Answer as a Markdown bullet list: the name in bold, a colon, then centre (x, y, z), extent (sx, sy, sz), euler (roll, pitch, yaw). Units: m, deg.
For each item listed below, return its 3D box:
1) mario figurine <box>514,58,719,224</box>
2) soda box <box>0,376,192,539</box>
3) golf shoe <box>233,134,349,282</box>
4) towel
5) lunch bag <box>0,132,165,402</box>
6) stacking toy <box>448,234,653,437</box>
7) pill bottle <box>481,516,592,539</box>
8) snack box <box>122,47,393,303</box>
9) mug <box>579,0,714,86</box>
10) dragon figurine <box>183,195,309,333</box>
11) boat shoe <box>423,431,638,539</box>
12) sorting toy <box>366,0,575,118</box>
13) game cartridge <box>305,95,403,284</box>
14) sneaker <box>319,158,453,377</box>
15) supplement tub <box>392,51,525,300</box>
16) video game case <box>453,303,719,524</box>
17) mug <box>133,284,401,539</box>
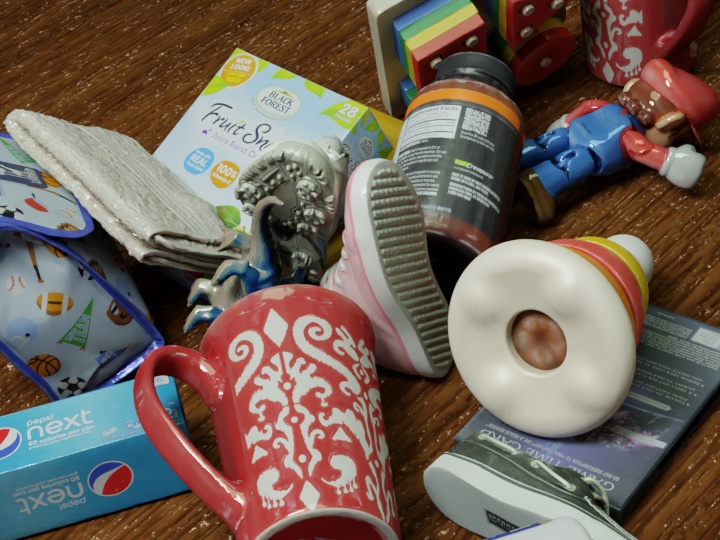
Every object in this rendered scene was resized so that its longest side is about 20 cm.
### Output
- **mario figurine**: centre (0.227, -0.102, 1.387), extent (0.199, 0.106, 0.124), euler (-26, 76, -4)
- **soda box**: centre (-0.223, 0.142, 1.161), extent (0.198, 0.068, 0.064), euler (-15, 38, -6)
- **golf shoe**: centre (-0.044, -0.070, 1.187), extent (0.078, 0.200, 0.098), euler (22, 71, 2)
- **towel**: centre (-0.181, -0.064, 1.248), extent (0.200, 0.035, 0.132), euler (40, 15, 29)
- **lunch bag**: centre (-0.262, -0.015, 1.242), extent (0.124, 0.200, 0.170), euler (-39, 39, 1)
- **stacking toy**: centre (0.168, 0.025, 1.180), extent (0.145, 0.148, 0.200), euler (15, 25, 28)
- **pill bottle**: centre (0.053, 0.232, 0.948), extent (0.198, 0.121, 0.120), euler (-15, 38, -7)
- **snack box**: centre (-0.098, -0.074, 1.348), extent (0.168, 0.068, 0.201), euler (27, 73, 36)
- **mug**: centre (0.256, -0.271, 1.457), extent (0.132, 0.201, 0.178), euler (-2, 39, 9)
- **dragon figurine**: centre (-0.068, 0.018, 1.180), extent (0.099, 0.201, 0.059), euler (21, 35, -17)
- **boat shoe**: centre (0.132, 0.161, 1.059), extent (0.064, 0.071, 0.199), euler (-37, 44, -29)
- **sorting toy**: centre (0.114, -0.216, 1.434), extent (0.198, 0.200, 0.070), euler (-30, 69, -6)
- **game cartridge**: centre (-0.025, -0.079, 1.425), extent (0.175, 0.033, 0.200), euler (26, 52, 37)
- **sneaker**: centre (0.000, 0.000, 1.192), extent (0.104, 0.201, 0.076), euler (7, 47, 30)
- **supplement tub**: centre (0.079, -0.083, 1.310), extent (0.106, 0.107, 0.201), euler (5, 57, 18)
- **video game case**: centre (0.183, 0.093, 1.177), extent (0.142, 0.019, 0.200), euler (20, 48, 33)
- **mug**: centre (-0.060, 0.130, 1.099), extent (0.176, 0.134, 0.201), euler (-11, 42, -3)
